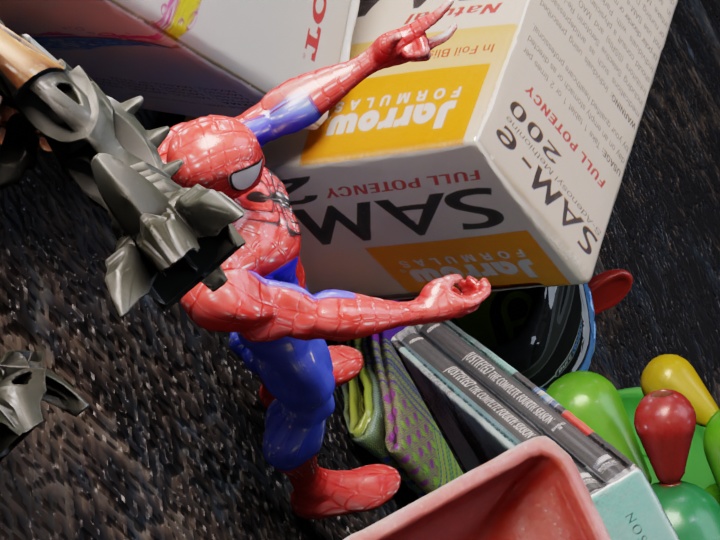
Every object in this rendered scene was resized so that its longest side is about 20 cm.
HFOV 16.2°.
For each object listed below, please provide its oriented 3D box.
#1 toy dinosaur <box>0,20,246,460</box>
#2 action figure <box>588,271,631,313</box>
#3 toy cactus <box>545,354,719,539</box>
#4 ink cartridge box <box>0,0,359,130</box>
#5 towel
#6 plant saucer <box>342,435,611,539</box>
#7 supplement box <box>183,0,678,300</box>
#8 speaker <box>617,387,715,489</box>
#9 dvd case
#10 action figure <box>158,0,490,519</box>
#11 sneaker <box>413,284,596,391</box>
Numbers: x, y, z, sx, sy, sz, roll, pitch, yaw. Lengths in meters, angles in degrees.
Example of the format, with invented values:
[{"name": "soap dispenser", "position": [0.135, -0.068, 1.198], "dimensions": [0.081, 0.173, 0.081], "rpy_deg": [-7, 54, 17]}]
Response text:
[{"name": "toy dinosaur", "position": [-0.096, -0.034, 0.553], "dimensions": [0.136, 0.102, 0.200], "rpy_deg": [50, 35, 7]}, {"name": "action figure", "position": [0.084, -0.070, 1.079], "dimensions": [0.065, 0.099, 0.200], "rpy_deg": [53, 6, -35]}, {"name": "toy cactus", "position": [0.138, 0.111, 0.796], "dimensions": [0.200, 0.102, 0.165], "rpy_deg": [54, 13, -19]}, {"name": "ink cartridge box", "position": [-0.069, -0.133, 0.681], "dimensions": [0.200, 0.082, 0.146], "rpy_deg": [27, 71, -65]}, {"name": "towel", "position": [0.025, 0.024, 0.946], "dimensions": [0.144, 0.023, 0.201], "rpy_deg": [49, 23, -44]}, {"name": "plant saucer", "position": [0.010, 0.162, 0.534], "dimensions": [0.199, 0.037, 0.201], "rpy_deg": [-24, 89, -41]}, {"name": "supplement box", "position": [0.031, -0.090, 0.821], "dimensions": [0.074, 0.126, 0.201], "rpy_deg": [49, 49, -38]}, {"name": "speaker", "position": [0.127, 0.118, 0.975], "dimensions": [0.200, 0.088, 0.089], "rpy_deg": [54, 17, -56]}, {"name": "dvd case", "position": [0.071, 0.094, 0.710], "dimensions": [0.146, 0.022, 0.200], "rpy_deg": [61, -5, -15]}, {"name": "action figure", "position": [0.000, 0.000, 0.689], "dimensions": [0.200, 0.099, 0.065], "rpy_deg": [63, 6, -65]}, {"name": "sneaker", "position": [0.033, -0.047, 0.910], "dimensions": [0.083, 0.070, 0.200], "rpy_deg": [24, 46, -74]}]
